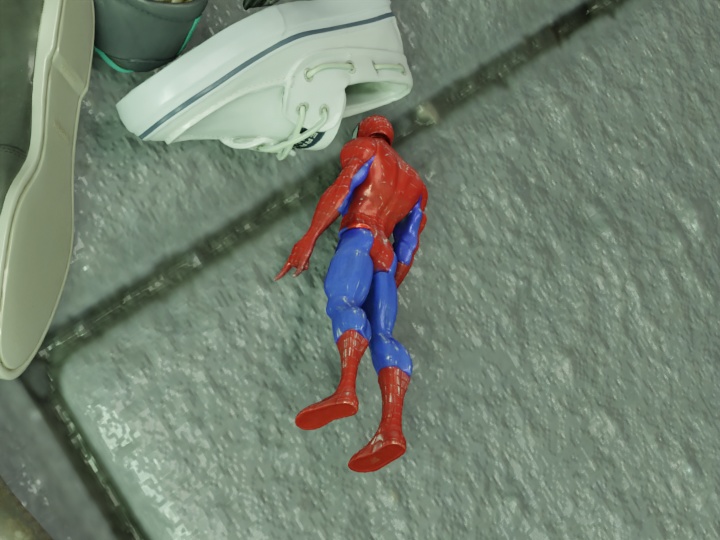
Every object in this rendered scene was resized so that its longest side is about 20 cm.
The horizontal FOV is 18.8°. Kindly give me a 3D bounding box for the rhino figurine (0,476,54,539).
[{"bbox_3d":[-0.132,0.140,0.848,0.200,0.060,0.088,50,33,-18],"label":"rhino figurine"}]

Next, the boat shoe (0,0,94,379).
[{"bbox_3d":[-0.156,-0.045,0.932,0.067,0.057,0.201,63,29,-59],"label":"boat shoe"}]

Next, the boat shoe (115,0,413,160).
[{"bbox_3d":[-0.033,-0.089,1.048,0.200,0.073,0.067,-31,90,-48],"label":"boat shoe"}]

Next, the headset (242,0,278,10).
[{"bbox_3d":[-0.060,-0.213,1.070,0.123,0.094,0.201,16,48,-38],"label":"headset"}]

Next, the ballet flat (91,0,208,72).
[{"bbox_3d":[-0.144,-0.176,0.990,0.200,0.073,0.073,46,45,-17],"label":"ballet flat"}]

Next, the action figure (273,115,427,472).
[{"bbox_3d":[0.000,0.000,1.056,0.065,0.052,0.201,38,43,-32],"label":"action figure"}]
